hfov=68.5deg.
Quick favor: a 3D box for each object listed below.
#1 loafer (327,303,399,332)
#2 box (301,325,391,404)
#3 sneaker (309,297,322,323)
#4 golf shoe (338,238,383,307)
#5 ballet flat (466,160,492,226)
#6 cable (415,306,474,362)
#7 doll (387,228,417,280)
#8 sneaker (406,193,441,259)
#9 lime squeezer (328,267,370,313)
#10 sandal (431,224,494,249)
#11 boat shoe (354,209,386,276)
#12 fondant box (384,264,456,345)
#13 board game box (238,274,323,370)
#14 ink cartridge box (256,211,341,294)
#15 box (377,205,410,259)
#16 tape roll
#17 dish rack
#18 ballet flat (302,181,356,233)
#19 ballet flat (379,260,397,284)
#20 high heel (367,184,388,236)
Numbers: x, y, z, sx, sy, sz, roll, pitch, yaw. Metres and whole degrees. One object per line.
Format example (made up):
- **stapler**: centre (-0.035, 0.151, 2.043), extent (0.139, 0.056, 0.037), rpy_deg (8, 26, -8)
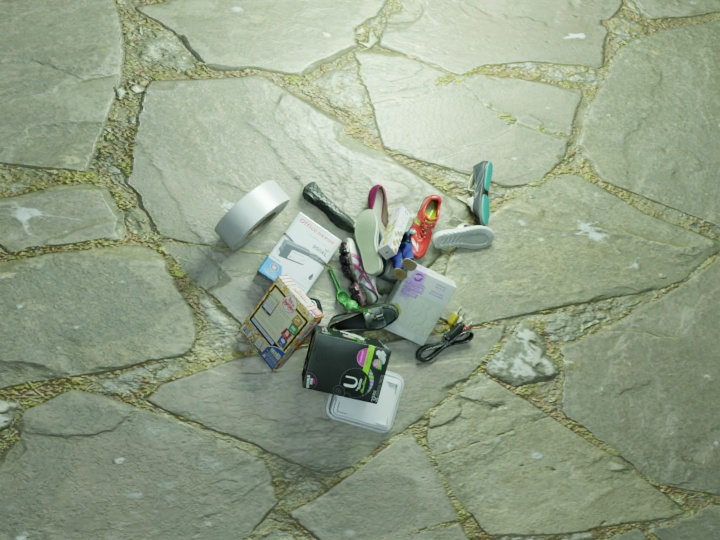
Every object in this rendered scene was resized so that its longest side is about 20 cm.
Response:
- **loafer**: centre (0.006, 0.140, 1.441), extent (0.200, 0.063, 0.072), rpy_deg (-14, 95, 14)
- **box**: centre (-0.041, 0.242, 1.379), extent (0.200, 0.124, 0.149), rpy_deg (15, 92, -8)
- **sneaker**: centre (-0.166, 0.163, 1.440), extent (0.073, 0.112, 0.200), rpy_deg (43, 111, 21)
- **golf shoe**: centre (0.000, 0.000, 1.491), extent (0.092, 0.073, 0.200), rpy_deg (-20, 97, -22)
- **ballet flat**: centre (0.355, -0.230, 1.585), extent (0.073, 0.073, 0.200), rpy_deg (7, 84, -11)
- **cable**: centre (0.251, 0.203, 1.546), extent (0.200, 0.050, 0.097), rpy_deg (-42, 111, 0)
- **doll**: centre (0.111, -0.055, 1.461), extent (0.048, 0.200, 0.136), rpy_deg (34, 119, -20)
- **sneaker**: centre (0.184, -0.131, 1.528), extent (0.077, 0.085, 0.200), rpy_deg (18, 82, -9)
- **lime squeezer**: centre (-0.031, 0.075, 1.463), extent (0.038, 0.200, 0.071), rpy_deg (-7, 130, -39)
- **sandal**: centre (0.304, -0.107, 1.566), extent (0.202, 0.083, 0.050), rpy_deg (-2, 42, -18)
- **boat shoe**: centre (0.031, -0.074, 1.460), extent (0.075, 0.062, 0.200), rpy_deg (-18, 67, 21)
- **fondant box**: centre (0.155, 0.092, 1.475), extent (0.144, 0.058, 0.200), rpy_deg (24, 107, -8)
- **board game box**: centre (-0.209, 0.135, 1.370), extent (0.152, 0.046, 0.200), rpy_deg (47, 112, 17)
- **ink cartridge box**: centre (-0.167, -0.037, 1.449), extent (0.145, 0.084, 0.200), rpy_deg (35, 79, -7)
- **box**: centre (0.095, -0.108, 1.467), extent (0.039, 0.041, 0.200), rpy_deg (48, 38, -21)
- **tape roll**: centre (-0.280, -0.143, 1.377), extent (0.202, 0.202, 0.071), rpy_deg (-43, 93, -12)
- **dish rack**: centre (0.017, 0.353, 1.472), extent (0.200, 0.044, 0.172), rpy_deg (18, 82, -8)
- **ballet flat**: centre (-0.076, -0.176, 1.492), extent (0.200, 0.066, 0.057), rpy_deg (40, 63, -8)
- **ballet flat**: centre (0.125, 0.012, 1.513), extent (0.200, 0.072, 0.072), rpy_deg (24, 81, -8)
- **high heel**: centre (0.058, -0.141, 1.498), extent (0.067, 0.096, 0.200), rpy_deg (-2, 85, -12)
